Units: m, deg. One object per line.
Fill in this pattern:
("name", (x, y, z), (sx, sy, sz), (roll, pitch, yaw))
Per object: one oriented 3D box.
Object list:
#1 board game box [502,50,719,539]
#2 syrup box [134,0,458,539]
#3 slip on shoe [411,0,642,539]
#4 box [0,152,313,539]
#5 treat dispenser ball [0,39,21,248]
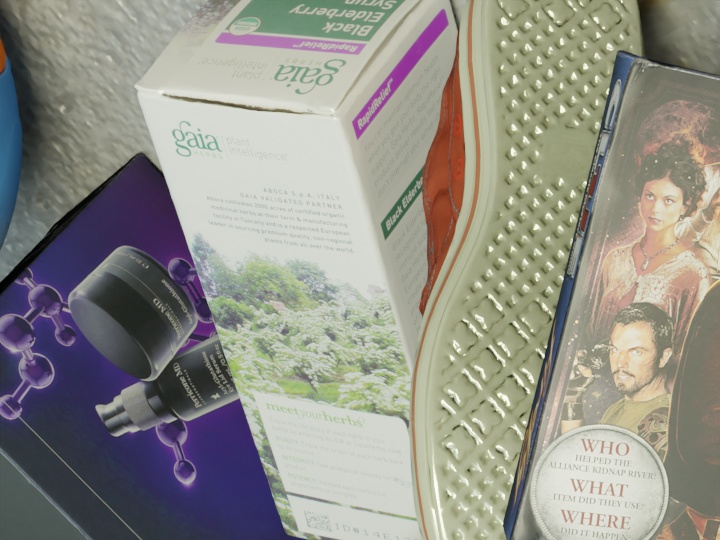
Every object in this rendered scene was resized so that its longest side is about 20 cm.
("board game box", (0.150, 0.030, 0.694), (0.200, 0.035, 0.136), (13, 97, -1))
("syrup box", (0.000, 0.000, 0.889), (0.079, 0.081, 0.200), (8, 131, 30))
("slip on shoe", (0.049, 0.002, 0.773), (0.074, 0.200, 0.061), (8, 159, -12))
("box", (-0.067, 0.079, 0.972), (0.200, 0.141, 0.079), (46, 142, -8))
("treat dispenser ball", (-0.221, -0.046, 0.929), (0.201, 0.201, 0.201), (22, 138, 21))
